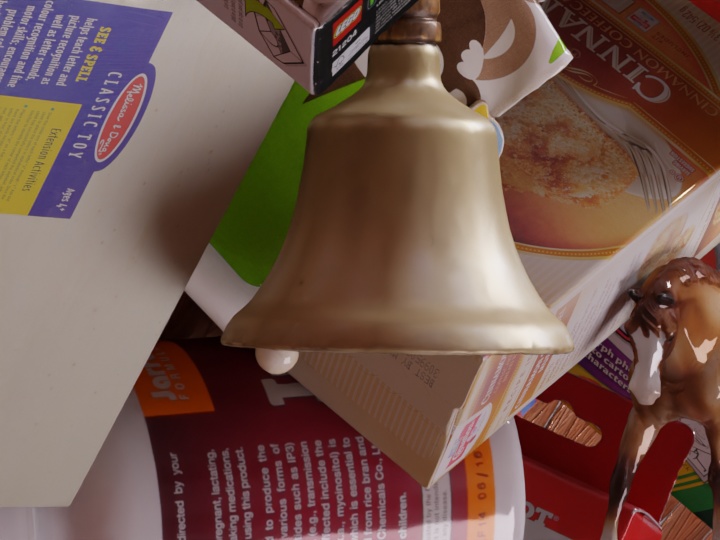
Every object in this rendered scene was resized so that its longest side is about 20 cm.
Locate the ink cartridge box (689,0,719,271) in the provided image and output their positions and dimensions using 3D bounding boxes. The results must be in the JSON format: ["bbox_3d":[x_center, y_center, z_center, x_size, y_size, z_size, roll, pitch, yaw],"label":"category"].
[{"bbox_3d":[0.128,-0.062,1.080,0.050,0.162,0.200,-60,154,-22],"label":"ink cartridge box"}]

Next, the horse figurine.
[{"bbox_3d":[0.149,0.039,1.035,0.200,0.050,0.133,-17,118,-42],"label":"horse figurine"}]

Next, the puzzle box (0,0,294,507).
[{"bbox_3d":[-0.106,-0.010,0.799,0.133,0.025,0.200,4,129,-37],"label":"puzzle box"}]

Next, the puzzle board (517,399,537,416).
[{"bbox_3d":[0.027,0.016,1.175,0.151,0.017,0.200,-44,137,-22],"label":"puzzle board"}]

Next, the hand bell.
[{"bbox_3d":[0.012,-0.077,0.814,0.104,0.104,0.201,0,91,-69],"label":"hand bell"}]

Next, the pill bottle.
[{"bbox_3d":[-0.053,0.079,0.964,0.199,0.113,0.113,-4,141,-25],"label":"pill bottle"}]

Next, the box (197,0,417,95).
[{"bbox_3d":[0.015,-0.149,0.769,0.200,0.110,0.035,-45,162,-21],"label":"box"}]

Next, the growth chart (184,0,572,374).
[{"bbox_3d":[-0.006,-0.078,0.850,0.200,0.145,0.018,-50,-164,4],"label":"growth chart"}]

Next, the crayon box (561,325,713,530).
[{"bbox_3d":[0.141,0.012,1.283,0.058,0.200,0.173,-40,160,-31],"label":"crayon box"}]

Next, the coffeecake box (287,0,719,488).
[{"bbox_3d":[0.036,-0.041,0.977,0.200,0.153,0.073,-37,158,-39],"label":"coffeecake box"}]

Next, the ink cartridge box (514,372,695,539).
[{"bbox_3d":[0.037,0.126,1.074,0.201,0.116,0.067,-65,161,-5],"label":"ink cartridge box"}]
